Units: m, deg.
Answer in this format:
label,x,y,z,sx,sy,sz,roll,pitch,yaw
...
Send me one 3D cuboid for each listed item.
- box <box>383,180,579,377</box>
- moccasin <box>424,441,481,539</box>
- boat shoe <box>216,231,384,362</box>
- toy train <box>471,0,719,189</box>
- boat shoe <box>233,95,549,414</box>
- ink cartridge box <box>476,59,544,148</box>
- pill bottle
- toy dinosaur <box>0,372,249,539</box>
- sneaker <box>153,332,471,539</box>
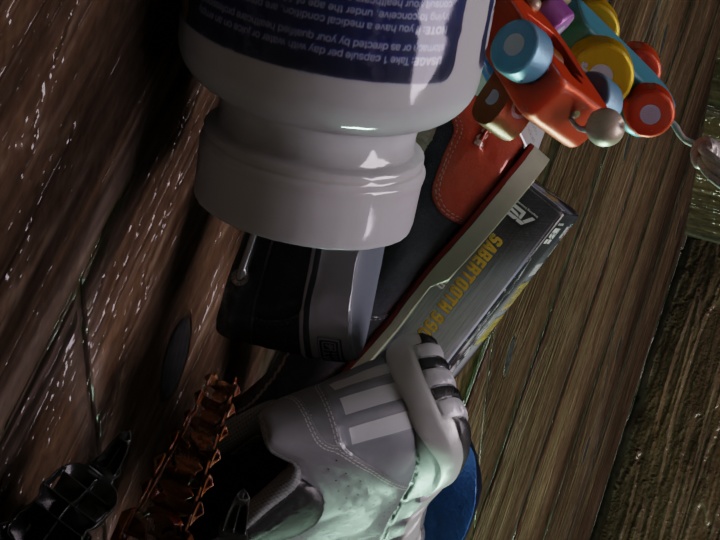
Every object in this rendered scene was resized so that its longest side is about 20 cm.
label,x,y,z,sx,sy,sz,roll,pitch,yaw
box,0.045,0.019,1.333,0.159,0.048,0.200,-53,175,4
moccasin,0.010,0.165,1.334,0.200,0.080,0.068,-54,-172,19
boat shoe,-0.015,-0.061,1.036,0.074,0.068,0.201,69,31,-71
toy train,0.084,-0.075,1.073,0.056,0.151,0.200,-41,147,16
boat shoe,0.000,0.000,1.124,0.200,0.062,0.071,-49,-177,30
ink cartridge box,0.060,-0.159,1.201,0.116,0.067,0.201,59,40,-40
pill bottle,-0.004,-0.115,0.904,0.111,0.110,0.201,-49,152,-67
toy dinosaur,-0.092,0.124,0.901,0.136,0.101,0.201,116,-23,-61
sneaker,-0.032,0.096,1.035,0.200,0.115,0.075,105,-35,-55
